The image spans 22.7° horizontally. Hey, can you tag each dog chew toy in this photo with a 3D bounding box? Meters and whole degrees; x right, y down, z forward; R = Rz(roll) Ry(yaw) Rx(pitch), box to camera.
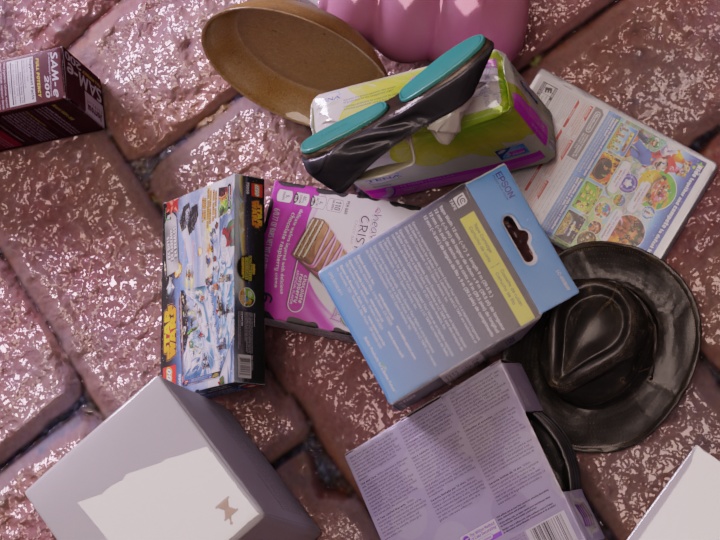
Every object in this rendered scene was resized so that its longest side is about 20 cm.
[{"bbox_3d":[0.058,-0.251,1.720,0.198,0.125,0.126,4,78,-7],"label":"dog chew toy"}]

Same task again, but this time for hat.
[{"bbox_3d":[0.212,0.069,1.642,0.199,0.081,0.203,-2,84,19],"label":"hat"}]

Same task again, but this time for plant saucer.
[{"bbox_3d":[-0.056,-0.204,1.726,0.198,0.201,0.036,14,66,17],"label":"plant saucer"}]

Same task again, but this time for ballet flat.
[{"bbox_3d":[0.042,-0.131,1.581,0.199,0.073,0.073,-31,72,10],"label":"ballet flat"}]

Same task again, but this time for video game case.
[{"bbox_3d":[0.220,-0.087,1.717,0.199,0.018,0.144,31,87,19],"label":"video game case"}]

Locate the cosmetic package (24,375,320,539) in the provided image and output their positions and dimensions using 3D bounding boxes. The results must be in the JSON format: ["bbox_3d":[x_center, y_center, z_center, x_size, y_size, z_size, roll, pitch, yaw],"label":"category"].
[{"bbox_3d":[-0.167,0.224,1.653,0.167,0.200,0.167,-40,72,2],"label":"cosmetic package"}]

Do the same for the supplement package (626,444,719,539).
[{"bbox_3d":[0.301,0.282,1.567,0.155,0.111,0.201,36,88,18],"label":"supplement package"}]

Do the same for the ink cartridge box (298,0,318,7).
[{"bbox_3d":[-0.059,-0.355,1.812,0.199,0.084,0.147,35,88,19],"label":"ink cartridge box"}]

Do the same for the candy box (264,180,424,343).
[{"bbox_3d":[0.000,0.000,1.732,0.198,0.061,0.138,10,82,15],"label":"candy box"}]

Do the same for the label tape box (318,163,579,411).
[{"bbox_3d":[0.082,0.016,1.645,0.199,0.066,0.144,-30,76,2],"label":"label tape box"}]

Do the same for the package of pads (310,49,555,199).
[{"bbox_3d":[0.067,-0.132,1.681,0.198,0.154,0.069,-12,70,19],"label":"package of pads"}]

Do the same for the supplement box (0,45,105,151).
[{"bbox_3d":[-0.374,-0.167,1.840,0.198,0.109,0.062,-10,75,11],"label":"supplement box"}]

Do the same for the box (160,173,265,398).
[{"bbox_3d":[-0.143,0.020,1.738,0.136,0.040,0.202,-16,71,51],"label":"box"}]

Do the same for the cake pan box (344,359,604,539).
[{"bbox_3d":[0.103,0.205,1.641,0.199,0.052,0.185,-34,73,22],"label":"cake pan box"}]
